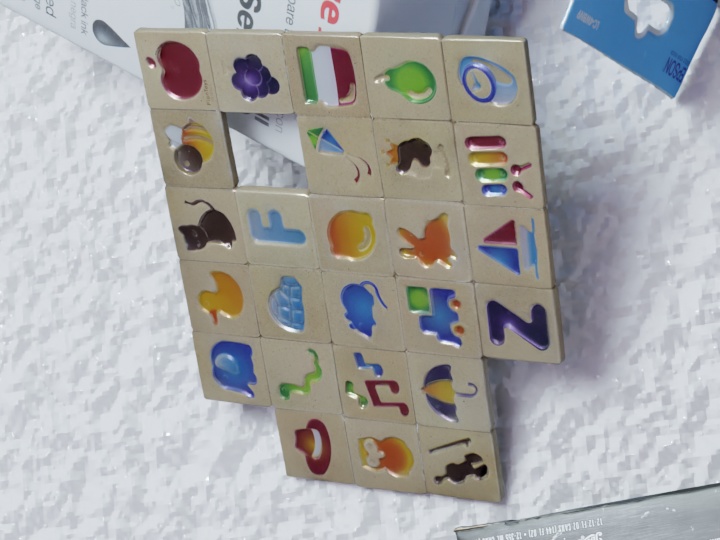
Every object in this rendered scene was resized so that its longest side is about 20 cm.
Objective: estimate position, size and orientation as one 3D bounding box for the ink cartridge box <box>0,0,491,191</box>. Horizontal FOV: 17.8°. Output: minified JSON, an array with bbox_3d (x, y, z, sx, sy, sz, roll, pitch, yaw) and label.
[{"bbox_3d":[-0.048,-0.145,0.927,0.199,0.084,0.147,29,131,26],"label":"ink cartridge box"}]

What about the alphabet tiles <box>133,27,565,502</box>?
[{"bbox_3d":[0.000,0.000,0.905,0.166,0.008,0.201,4,119,26],"label":"alphabet tiles"}]

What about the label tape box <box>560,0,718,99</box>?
[{"bbox_3d":[0.105,-0.178,0.858,0.066,0.143,0.201,19,92,26],"label":"label tape box"}]

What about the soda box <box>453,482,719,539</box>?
[{"bbox_3d":[0.140,0.114,0.851,0.199,0.063,0.071,-13,79,24],"label":"soda box"}]
